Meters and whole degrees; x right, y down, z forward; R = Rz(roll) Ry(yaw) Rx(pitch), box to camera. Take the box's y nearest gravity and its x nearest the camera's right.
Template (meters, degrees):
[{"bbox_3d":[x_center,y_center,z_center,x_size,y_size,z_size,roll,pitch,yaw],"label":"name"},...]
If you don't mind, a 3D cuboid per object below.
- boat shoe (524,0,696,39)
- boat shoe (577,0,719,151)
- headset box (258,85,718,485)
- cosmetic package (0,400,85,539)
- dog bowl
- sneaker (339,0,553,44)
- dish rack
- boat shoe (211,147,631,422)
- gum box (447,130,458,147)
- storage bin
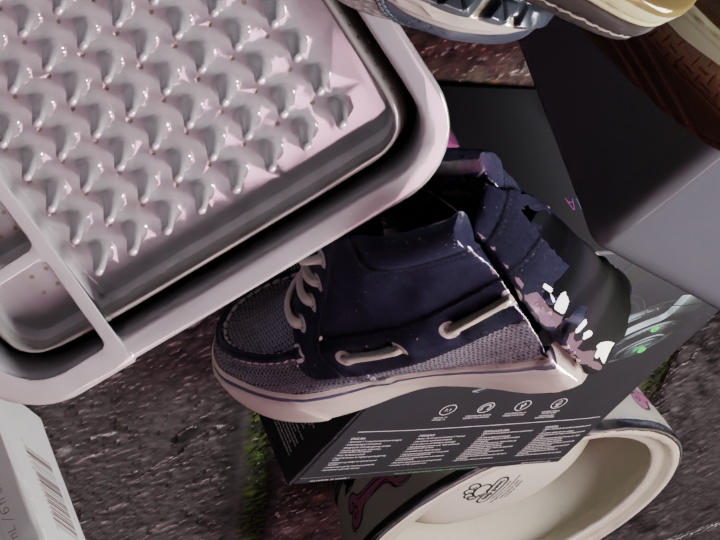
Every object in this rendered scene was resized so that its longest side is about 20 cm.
[{"bbox_3d":[0.004,-0.126,0.688,0.200,0.072,0.066,34,140,-12],"label":"boat shoe"},{"bbox_3d":[0.087,-0.120,0.798,0.075,0.202,0.075,-39,148,-2],"label":"boat shoe"},{"bbox_3d":[0.067,0.004,1.138,0.173,0.093,0.200,-2,147,-38],"label":"headset box"},{"bbox_3d":[-0.228,0.146,1.139,0.199,0.113,0.081,-28,155,4],"label":"cosmetic package"},{"bbox_3d":[0.073,0.108,1.371,0.199,0.074,0.200,-19,155,-9],"label":"dog bowl"},{"bbox_3d":[-0.030,-0.123,0.760,0.199,0.078,0.086,27,156,-4],"label":"sneaker"},{"bbox_3d":[-0.087,-0.063,0.853,0.199,0.044,0.172,-30,112,13],"label":"dish rack"},{"bbox_3d":[0.000,0.000,0.928,0.199,0.075,0.093,-10,136,41],"label":"boat shoe"},{"bbox_3d":[-0.078,-0.039,0.957,0.199,0.066,0.113,-31,153,14],"label":"gum box"},{"bbox_3d":[0.141,-0.079,0.939,0.134,0.201,0.145,19,133,-43],"label":"storage bin"}]
